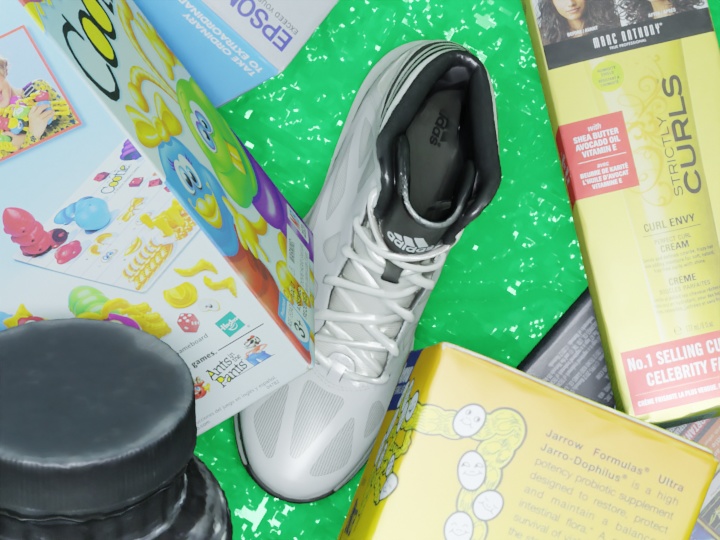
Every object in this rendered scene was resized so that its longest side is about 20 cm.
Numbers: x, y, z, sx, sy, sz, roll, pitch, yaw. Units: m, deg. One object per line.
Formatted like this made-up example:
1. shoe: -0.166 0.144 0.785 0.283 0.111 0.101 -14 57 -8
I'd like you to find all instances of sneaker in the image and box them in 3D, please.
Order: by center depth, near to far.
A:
1. sneaker: 0.000 0.000 0.923 0.075 0.115 0.201 20 90 -3

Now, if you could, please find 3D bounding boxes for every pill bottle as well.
1. pill bottle: -0.099 0.123 0.813 0.111 0.112 0.201 1 122 -3

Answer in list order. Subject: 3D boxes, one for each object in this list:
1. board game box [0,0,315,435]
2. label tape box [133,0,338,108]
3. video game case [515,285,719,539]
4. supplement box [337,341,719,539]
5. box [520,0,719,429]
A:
1. board game box: -0.113 -0.037 0.842 0.105 0.103 0.200 -30 117 15
2. label tape box: -0.068 -0.147 0.885 0.143 0.066 0.200 41 79 -21
3. video game case: 0.135 0.098 0.976 0.181 0.026 0.200 42 88 -2
4. supplement box: 0.036 0.139 0.854 0.109 0.109 0.201 22 85 -3
5. box: 0.118 -0.039 0.940 0.075 0.050 0.201 -12 81 3
